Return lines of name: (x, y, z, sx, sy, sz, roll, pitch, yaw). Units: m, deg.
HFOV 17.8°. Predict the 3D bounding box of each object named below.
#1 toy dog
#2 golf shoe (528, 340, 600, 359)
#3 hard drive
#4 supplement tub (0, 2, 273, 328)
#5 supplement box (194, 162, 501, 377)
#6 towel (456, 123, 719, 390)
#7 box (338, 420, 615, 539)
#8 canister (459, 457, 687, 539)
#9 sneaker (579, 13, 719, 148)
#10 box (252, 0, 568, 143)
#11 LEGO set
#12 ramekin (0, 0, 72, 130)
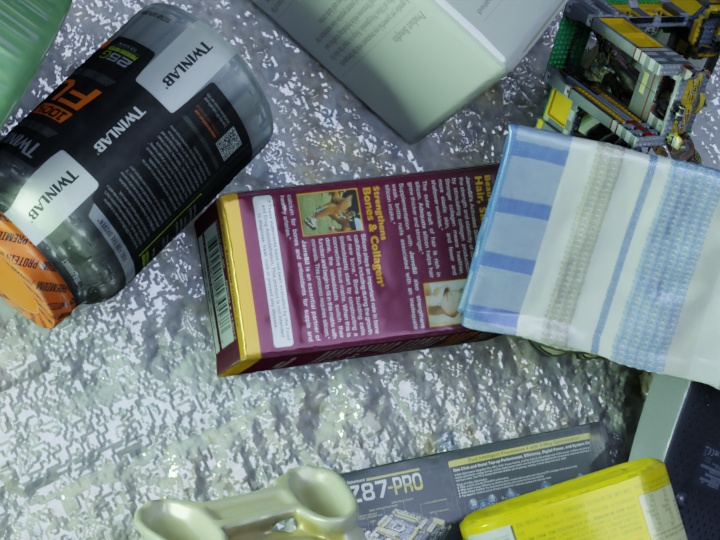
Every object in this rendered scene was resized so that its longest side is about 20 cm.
toy dog: (-0.043, 0.248, 1.421, 0.139, 0.193, 0.202, -16, 117, -32)
golf shoe: (0.215, 0.023, 1.582, 0.198, 0.094, 0.078, -8, 80, -19)
hard drive: (0.247, 0.088, 1.562, 0.134, 0.042, 0.201, 24, 86, -46)
supplement tub: (-0.160, -0.065, 1.471, 0.123, 0.122, 0.200, 45, 70, -4)
supplement box: (0.000, 0.000, 1.525, 0.198, 0.086, 0.111, -7, 82, -17)
towel: (0.172, -0.005, 1.462, 0.198, 0.024, 0.148, 14, 114, -2)
box: (0.084, 0.197, 1.532, 0.198, 0.049, 0.163, -11, 85, -18)
canister: (0.157, 0.235, 1.465, 0.147, 0.087, 0.202, -17, 90, 1)
sneaker: (0.163, -0.122, 1.621, 0.200, 0.077, 0.089, -41, 56, -12)
box: (0.059, -0.227, 1.528, 0.171, 0.199, 0.200, 42, 71, -5)
LEGO set: (0.193, -0.088, 1.509, 0.153, 0.116, 0.201, 4, 117, -41)
ramekin: (-0.261, -0.130, 1.419, 0.097, 0.200, 0.201, 32, 72, -16)
